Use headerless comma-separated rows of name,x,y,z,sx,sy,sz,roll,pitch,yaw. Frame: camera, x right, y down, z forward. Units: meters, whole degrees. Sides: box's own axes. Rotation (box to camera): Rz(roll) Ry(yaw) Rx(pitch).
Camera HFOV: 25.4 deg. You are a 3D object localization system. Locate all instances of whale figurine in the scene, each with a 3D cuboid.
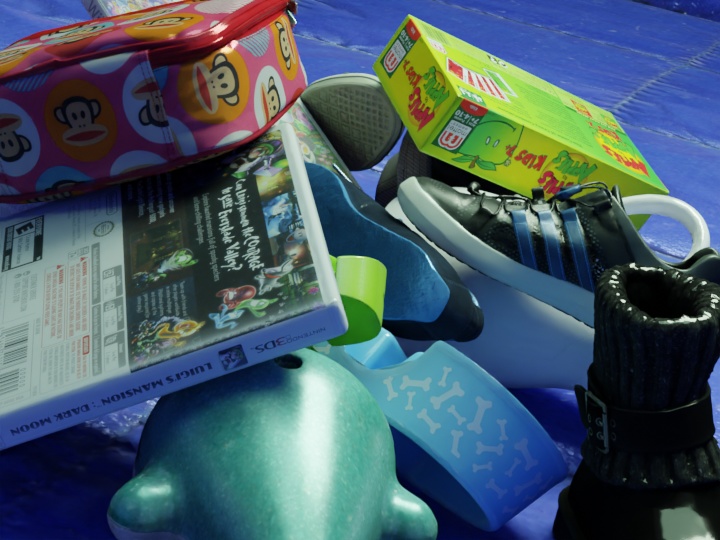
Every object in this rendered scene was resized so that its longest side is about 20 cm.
whale figurine,-0.036,0.103,0.740,0.157,0.105,0.200,7,20,-14

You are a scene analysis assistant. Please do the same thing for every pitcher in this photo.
pitcher,0.113,0.003,1.036,0.199,0.122,0.172,21,62,20

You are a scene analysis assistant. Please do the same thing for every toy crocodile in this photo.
toy crocodile,-0.073,0.012,0.853,0.198,0.068,0.062,8,-20,29

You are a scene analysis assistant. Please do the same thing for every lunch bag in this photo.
lunch bag,-0.133,-0.106,0.927,0.198,0.083,0.176,-9,17,19

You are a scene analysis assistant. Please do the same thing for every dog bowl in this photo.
dog bowl,0.023,0.073,0.868,0.050,0.112,0.199,-47,45,-15

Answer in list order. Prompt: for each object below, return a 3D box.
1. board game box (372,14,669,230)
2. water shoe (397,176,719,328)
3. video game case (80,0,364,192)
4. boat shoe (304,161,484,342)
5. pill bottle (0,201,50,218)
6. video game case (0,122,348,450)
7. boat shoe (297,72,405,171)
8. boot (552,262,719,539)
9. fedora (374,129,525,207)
board game box,0.111,-0.096,1.100,0.199,0.048,0.102,20,30,-34
water shoe,0.119,-0.021,0.934,0.199,0.079,0.072,27,10,1
video game case,-0.091,-0.114,1.096,0.143,0.018,0.201,-7,56,-51
boat shoe,0.000,0.000,0.957,0.068,0.084,0.200,31,9,-37
pill bottle,-0.165,-0.033,1.022,0.109,0.111,0.199,-6,20,-40
video game case,-0.106,0.002,0.810,0.180,0.024,0.200,-19,31,1
boat shoe,-0.013,-0.107,1.187,0.062,0.075,0.200,-36,4,-25
boot,0.158,0.097,0.782,0.079,0.159,0.211,4,20,-21
fedora,0.086,-0.038,1.187,0.199,0.179,0.090,15,-21,-36
